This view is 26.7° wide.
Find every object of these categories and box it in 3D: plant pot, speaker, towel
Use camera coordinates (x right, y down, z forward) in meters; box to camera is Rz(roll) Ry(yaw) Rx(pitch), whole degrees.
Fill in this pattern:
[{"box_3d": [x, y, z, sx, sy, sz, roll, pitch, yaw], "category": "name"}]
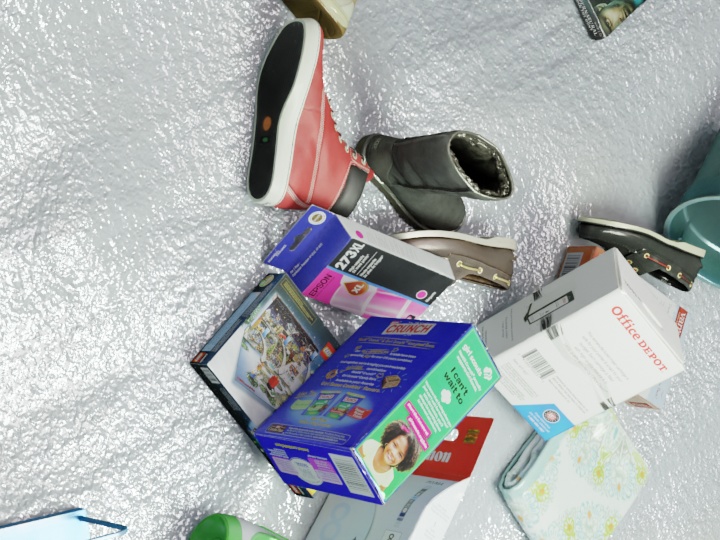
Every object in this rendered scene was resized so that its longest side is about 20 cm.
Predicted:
[{"box_3d": [0.523, -0.104, 1.999, 0.200, 0.199, 0.198, 44, 57, -28], "category": "plant pot"}, {"box_3d": [-0.087, 0.323, 1.572, 0.199, 0.088, 0.089, 34, 69, -32], "category": "speaker"}, {"box_3d": [0.267, 0.260, 1.872, 0.200, 0.048, 0.172, -47, 115, -28], "category": "towel"}]

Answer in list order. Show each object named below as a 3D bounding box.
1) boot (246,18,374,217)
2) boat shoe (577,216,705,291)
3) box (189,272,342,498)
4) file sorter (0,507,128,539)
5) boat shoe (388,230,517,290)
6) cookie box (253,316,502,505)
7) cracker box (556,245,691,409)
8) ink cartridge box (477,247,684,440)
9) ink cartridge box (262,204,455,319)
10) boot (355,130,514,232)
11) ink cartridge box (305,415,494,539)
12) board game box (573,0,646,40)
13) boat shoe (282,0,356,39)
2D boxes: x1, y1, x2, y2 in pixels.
[{"box_3d": [-0.039, -0.161, 1.631, 0.143, 0.072, 0.203, 9, 92, -38], "category": "boot"}, {"box_3d": [0.354, -0.023, 1.928, 0.199, 0.073, 0.064, 18, 90, -31], "category": "boat shoe"}, {"box_3d": [-0.074, 0.123, 1.615, 0.137, 0.037, 0.201, -49, 117, -28], "category": "box"}, {"box_3d": [-0.281, 0.339, 1.397, 0.137, 0.122, 0.203, -8, 94, -37], "category": "file sorter"}, {"box_3d": [0.103, -0.011, 1.737, 0.198, 0.071, 0.060, 5, 84, -43], "category": "boat shoe"}, {"box_3d": [0.018, 0.137, 1.555, 0.200, 0.170, 0.076, -43, 116, -30], "category": "cookie box"}, {"box_3d": [0.320, 0.073, 1.911, 0.199, 0.057, 0.135, 32, 71, -32], "category": "cracker box"}, {"box_3d": [0.255, 0.088, 1.765, 0.146, 0.199, 0.085, 47, 27, -27], "category": "ink cartridge box"}, {"box_3d": [0.000, 0.000, 1.643, 0.198, 0.095, 0.037, 23, 34, -34], "category": "ink cartridge box"}, {"box_3d": [0.102, -0.096, 1.654, 0.181, 0.199, 0.073, 32, 71, -32], "category": "boot"}, {"box_3d": [0.041, 0.230, 1.625, 0.047, 0.159, 0.202, 40, 66, -31], "category": "ink cartridge box"}, {"box_3d": [0.297, -0.412, 1.920, 0.135, 0.028, 0.201, -43, 114, -31], "category": "board game box"}, {"box_3d": [-0.072, -0.336, 1.610, 0.200, 0.073, 0.067, 51, 57, -37], "category": "boat shoe"}]
